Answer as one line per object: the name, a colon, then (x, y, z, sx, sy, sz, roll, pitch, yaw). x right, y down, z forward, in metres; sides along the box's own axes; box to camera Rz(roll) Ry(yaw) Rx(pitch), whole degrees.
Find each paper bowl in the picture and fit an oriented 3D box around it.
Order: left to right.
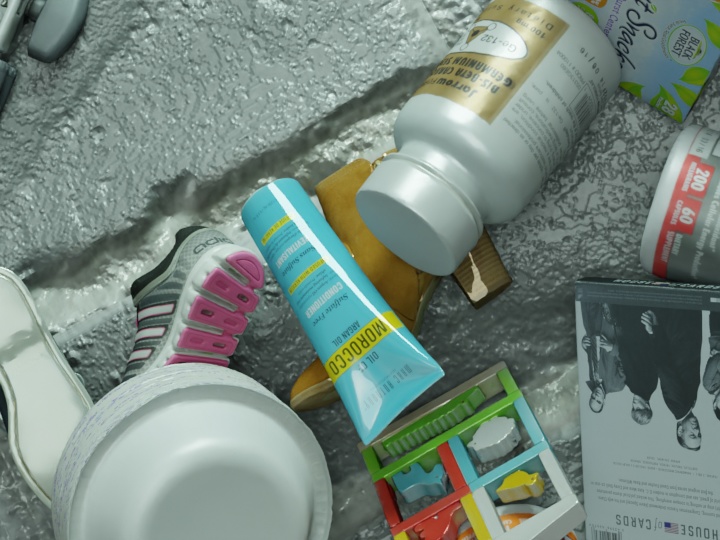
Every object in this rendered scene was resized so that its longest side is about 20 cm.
paper bowl: (-0.116, 0.175, 1.410, 0.199, 0.104, 0.202, -5, 103, -20)

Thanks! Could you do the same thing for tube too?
tube: (-0.018, 0.023, 1.409, 0.077, 0.050, 0.201, -44, 62, 20)

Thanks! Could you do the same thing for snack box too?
snack box: (0.197, -0.213, 1.388, 0.168, 0.200, 0.068, 33, 69, 7)

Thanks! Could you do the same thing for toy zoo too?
toy zoo: (0.080, 0.159, 1.400, 0.131, 0.200, 0.021, -30, 126, 5)

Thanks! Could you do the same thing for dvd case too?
dvd case: (0.221, 0.109, 1.396, 0.150, 0.025, 0.202, 4, 102, 42)

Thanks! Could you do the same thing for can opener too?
can opener: (-0.277, -0.146, 1.514, 0.066, 0.053, 0.201, 27, 90, 7)

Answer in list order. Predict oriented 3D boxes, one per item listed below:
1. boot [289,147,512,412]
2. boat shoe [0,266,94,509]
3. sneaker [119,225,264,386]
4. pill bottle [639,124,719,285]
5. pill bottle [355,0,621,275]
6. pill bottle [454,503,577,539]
boot: (0.000, 0.000, 1.467, 0.200, 0.071, 0.144, -33, 78, -6)
boat shoe: (-0.248, 0.093, 1.490, 0.075, 0.062, 0.201, -29, 90, -7)
sneaker: (-0.142, 0.051, 1.479, 0.201, 0.073, 0.088, -62, 39, 20)
pill bottle: (0.310, -0.022, 1.397, 0.199, 0.114, 0.115, 19, 89, 15)
pill bottle: (0.089, -0.099, 1.410, 0.114, 0.114, 0.200, 36, 70, 7)
pill bottle: (0.120, 0.269, 1.360, 0.113, 0.201, 0.115, -5, 128, -7)
